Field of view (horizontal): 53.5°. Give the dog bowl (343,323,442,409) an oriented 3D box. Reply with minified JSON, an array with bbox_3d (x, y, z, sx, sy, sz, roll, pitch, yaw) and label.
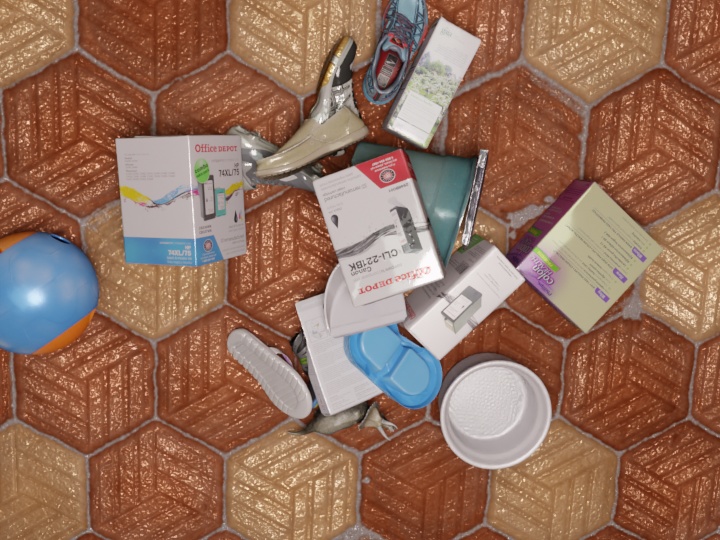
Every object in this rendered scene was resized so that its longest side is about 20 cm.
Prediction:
[{"bbox_3d":[0.052,0.154,1.235,0.200,0.050,0.112,43,67,-15],"label":"dog bowl"}]

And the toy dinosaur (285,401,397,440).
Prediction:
[{"bbox_3d":[-0.039,0.259,1.285,0.199,0.102,0.077,-6,100,-3],"label":"toy dinosaur"}]

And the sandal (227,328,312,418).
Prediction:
[{"bbox_3d":[-0.153,0.175,1.280,0.203,0.050,0.082,46,122,6],"label":"sandal"}]

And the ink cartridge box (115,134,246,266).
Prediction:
[{"bbox_3d":[-0.287,-0.118,1.160,0.145,0.147,0.201,3,101,24],"label":"ink cartridge box"}]

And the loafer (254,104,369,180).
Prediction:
[{"bbox_3d":[-0.085,-0.207,1.158,0.199,0.076,0.069,-26,94,-12],"label":"loafer"}]

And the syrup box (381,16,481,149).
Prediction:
[{"bbox_3d":[0.117,-0.313,1.205,0.078,0.081,0.201,25,97,-9],"label":"syrup box"}]

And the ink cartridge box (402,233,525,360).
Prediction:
[{"bbox_3d":[0.168,0.042,1.237,0.200,0.146,0.084,-44,101,5],"label":"ink cartridge box"}]

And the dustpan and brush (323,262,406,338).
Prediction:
[{"bbox_3d":[0.000,0.000,1.155,0.139,0.057,0.201,-13,122,-13],"label":"dustpan and brush"}]

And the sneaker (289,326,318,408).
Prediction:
[{"bbox_3d":[-0.086,0.148,1.288,0.082,0.071,0.201,3,100,13],"label":"sneaker"}]

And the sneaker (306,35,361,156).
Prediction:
[{"bbox_3d":[-0.034,-0.291,1.212,0.087,0.076,0.201,16,108,-13],"label":"sneaker"}]

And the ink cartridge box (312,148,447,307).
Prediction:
[{"bbox_3d":[0.031,-0.060,1.070,0.144,0.084,0.201,-19,90,10],"label":"ink cartridge box"}]

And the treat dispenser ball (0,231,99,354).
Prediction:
[{"bbox_3d":[-0.534,0.036,1.167,0.200,0.201,0.202,-1,100,-3],"label":"treat dispenser ball"}]

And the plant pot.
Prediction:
[{"bbox_3d":[0.072,-0.118,1.189,0.195,0.200,0.201,16,99,2],"label":"plant pot"}]

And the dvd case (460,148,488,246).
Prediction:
[{"bbox_3d":[0.192,-0.123,1.184,0.016,0.200,0.150,11,99,8],"label":"dvd case"}]

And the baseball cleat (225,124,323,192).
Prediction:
[{"bbox_3d":[-0.151,-0.167,1.232,0.199,0.070,0.107,32,110,-3],"label":"baseball cleat"}]

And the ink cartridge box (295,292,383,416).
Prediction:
[{"bbox_3d":[-0.022,0.132,1.254,0.162,0.057,0.201,-19,87,-27],"label":"ink cartridge box"}]

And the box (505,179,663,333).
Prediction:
[{"bbox_3d":[0.389,-0.028,1.264,0.176,0.097,0.200,41,95,-9],"label":"box"}]

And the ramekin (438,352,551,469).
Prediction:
[{"bbox_3d":[0.236,0.247,1.302,0.199,0.098,0.202,-1,101,-3],"label":"ramekin"}]

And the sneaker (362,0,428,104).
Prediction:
[{"bbox_3d":[0.066,-0.373,1.184,0.079,0.096,0.201,16,99,-7],"label":"sneaker"}]
